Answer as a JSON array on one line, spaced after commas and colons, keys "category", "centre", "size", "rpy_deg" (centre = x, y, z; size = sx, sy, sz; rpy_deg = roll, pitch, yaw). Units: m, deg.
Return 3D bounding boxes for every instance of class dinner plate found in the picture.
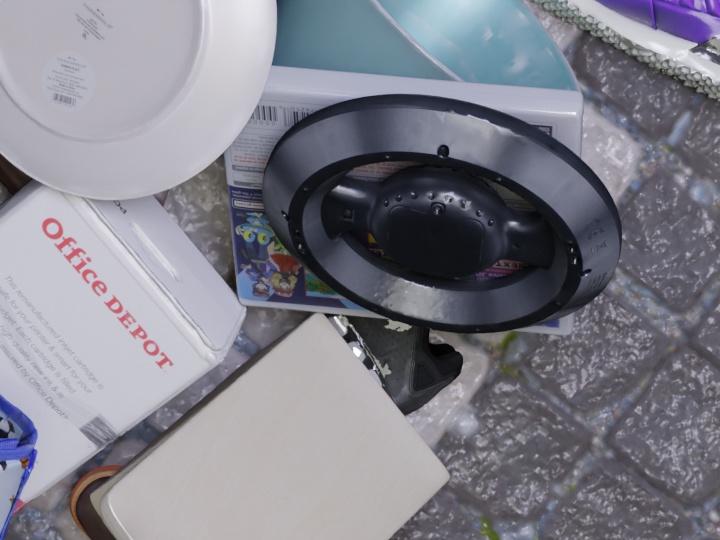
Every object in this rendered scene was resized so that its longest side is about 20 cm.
[{"category": "dinner plate", "centre": [-0.142, -0.138, 1.427], "size": [0.199, 0.024, 0.201], "rpy_deg": [3, 97, 20]}]

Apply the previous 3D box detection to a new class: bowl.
[{"category": "bowl", "centre": [0.022, -0.121, 1.526], "size": [0.201, 0.201, 0.105], "rpy_deg": [41, 113, -10]}]

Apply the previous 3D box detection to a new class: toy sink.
[{"category": "toy sink", "centre": [-0.070, 0.142, 1.537], "size": [0.130, 0.112, 0.200], "rpy_deg": [51, 53, -3]}]

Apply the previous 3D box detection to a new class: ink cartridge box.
[{"category": "ink cartridge box", "centre": [-0.189, 0.037, 1.547], "size": [0.200, 0.085, 0.146], "rpy_deg": [-35, 102, 22]}]

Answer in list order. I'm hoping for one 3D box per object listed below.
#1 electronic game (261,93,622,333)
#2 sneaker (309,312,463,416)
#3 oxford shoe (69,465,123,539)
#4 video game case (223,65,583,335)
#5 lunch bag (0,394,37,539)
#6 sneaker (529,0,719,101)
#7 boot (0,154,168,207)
[{"category": "electronic game", "centre": [0.044, -0.028, 1.436], "size": [0.199, 0.200, 0.042], "rpy_deg": [20, 55, -8]}, {"category": "sneaker", "centre": [0.000, 0.000, 1.596], "size": [0.090, 0.066, 0.200], "rpy_deg": [-28, 105, -3]}, {"category": "oxford shoe", "centre": [-0.090, 0.187, 1.612], "size": [0.200, 0.073, 0.071], "rpy_deg": [32, 98, -9]}, {"category": "video game case", "centre": [0.024, -0.038, 1.479], "size": [0.199, 0.023, 0.183], "rpy_deg": [5, 138, 7]}, {"category": "lunch bag", "centre": [-0.296, 0.119, 1.490], "size": [0.200, 0.124, 0.170], "rpy_deg": [25, 119, -2]}, {"category": "sneaker", "centre": [0.174, -0.183, 1.582], "size": [0.200, 0.070, 0.100], "rpy_deg": [28, 89, -13]}, {"category": "boot", "centre": [-0.164, -0.120, 1.558], "size": [0.186, 0.064, 0.200], "rpy_deg": [-43, 97, 16]}]
